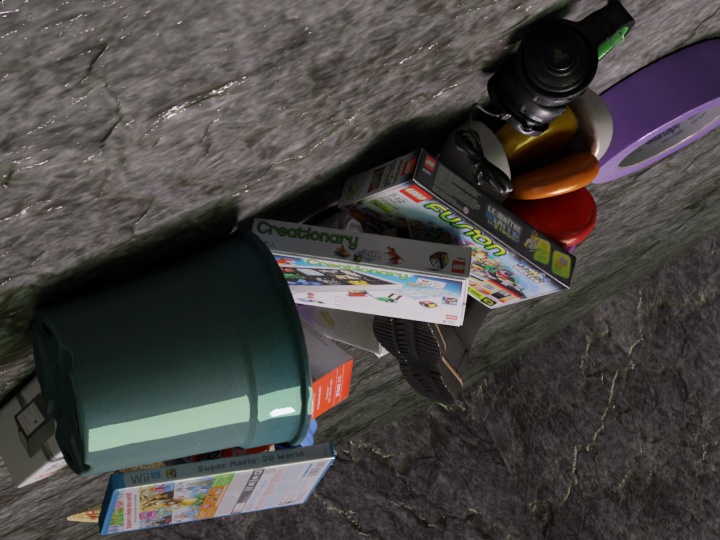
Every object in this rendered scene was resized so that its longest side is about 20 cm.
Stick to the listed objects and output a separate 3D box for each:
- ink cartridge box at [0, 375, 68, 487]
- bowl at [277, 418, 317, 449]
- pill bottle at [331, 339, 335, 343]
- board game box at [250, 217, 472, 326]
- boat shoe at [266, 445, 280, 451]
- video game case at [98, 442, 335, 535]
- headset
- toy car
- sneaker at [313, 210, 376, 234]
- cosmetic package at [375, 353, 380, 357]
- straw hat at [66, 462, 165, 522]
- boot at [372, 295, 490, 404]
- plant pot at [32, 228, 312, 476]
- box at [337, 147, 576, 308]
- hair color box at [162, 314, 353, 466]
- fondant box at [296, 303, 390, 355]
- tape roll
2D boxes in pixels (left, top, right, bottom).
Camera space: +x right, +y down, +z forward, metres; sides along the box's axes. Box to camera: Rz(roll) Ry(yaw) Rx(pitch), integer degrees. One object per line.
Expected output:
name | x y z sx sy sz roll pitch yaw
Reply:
ink cartridge box | -0.272 0.134 1.565 0.145 0.084 0.200 -18 166 -44
bowl | -0.138 0.146 1.723 0.039 0.201 0.201 -60 179 -17
pill bottle | -0.088 0.094 1.772 0.111 0.111 0.200 -27 170 0
board game box | 0.001 0.003 1.405 0.200 0.035 0.126 8 158 4
boat shoe | -0.176 0.183 1.716 0.200 0.068 0.075 8 -124 38
video game case | -0.134 0.200 1.387 0.200 0.018 0.143 -7 157 -18
headset | 0.157 -0.146 1.258 0.200 0.094 0.124 -35 174 -25
toy car | 0.160 -0.075 1.459 0.175 0.150 0.200 -24 169 -23
sneaker | 0.000 0.000 1.561 0.078 0.099 0.200 -30 170 14
cosmetic package | 0.083 0.013 1.837 0.200 0.104 0.073 -29 169 1
straw hat | -0.222 0.222 1.651 0.201 0.085 0.201 -4 166 -1
boot | 0.081 0.034 1.576 0.138 0.077 0.200 -63 157 -23
plant pot | -0.171 0.083 1.321 0.196 0.200 0.200 -15 166 -23
box | 0.090 -0.035 1.390 0.200 0.035 0.110 32 151 -27
hair color box | -0.117 0.119 1.483 0.200 0.111 0.064 -32 145 -32
fondant box | 0.027 0.030 1.679 0.144 0.058 0.200 17 -162 35
tape roll | 0.326 -0.172 1.654 0.200 0.066 0.200 -27 171 -5
